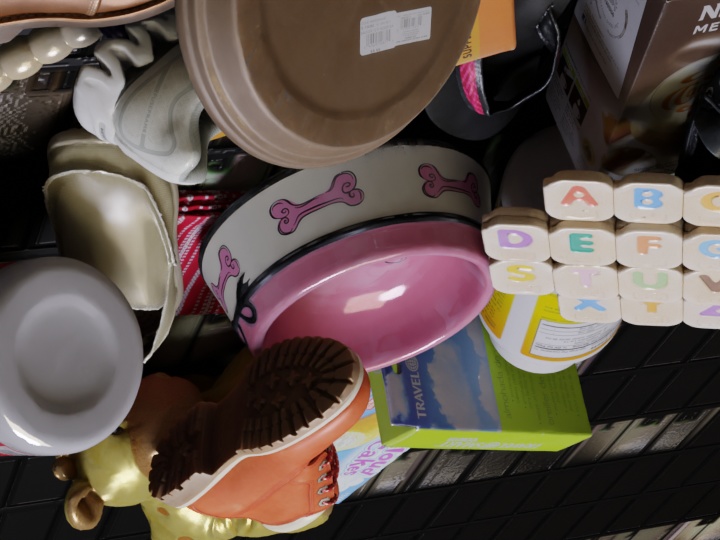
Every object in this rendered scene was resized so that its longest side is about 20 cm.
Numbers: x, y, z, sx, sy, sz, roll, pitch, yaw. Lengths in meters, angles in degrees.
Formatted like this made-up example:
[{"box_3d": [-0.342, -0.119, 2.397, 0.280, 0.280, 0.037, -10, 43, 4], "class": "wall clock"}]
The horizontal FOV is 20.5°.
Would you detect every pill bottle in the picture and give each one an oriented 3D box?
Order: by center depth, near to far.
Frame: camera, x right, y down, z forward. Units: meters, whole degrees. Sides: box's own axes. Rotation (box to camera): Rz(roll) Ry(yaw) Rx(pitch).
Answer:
[{"box_3d": [-0.226, 0.054, 1.188, 0.112, 0.113, 0.199, 6, 172, -40], "class": "pill bottle"}, {"box_3d": [0.138, -0.007, 1.371, 0.108, 0.110, 0.200, -12, 153, -12], "class": "pill bottle"}]

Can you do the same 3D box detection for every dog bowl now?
[{"box_3d": [0.000, 0.000, 1.287, 0.199, 0.074, 0.200, -15, 155, -7], "class": "dog bowl"}]

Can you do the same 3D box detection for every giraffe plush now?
[{"box_3d": [-0.135, 0.122, 1.400, 0.200, 0.173, 0.162, -45, 135, 13], "class": "giraffe plush"}]

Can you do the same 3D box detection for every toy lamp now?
[{"box_3d": [-0.205, -0.098, 1.039, 0.199, 0.058, 0.058, -27, 153, 10], "class": "toy lamp"}]

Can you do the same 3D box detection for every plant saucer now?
[{"box_3d": [-0.005, -0.145, 0.963, 0.199, 0.029, 0.202, -20, 119, -40], "class": "plant saucer"}]

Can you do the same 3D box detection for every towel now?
[{"box_3d": [-0.076, -0.007, 1.332, 0.199, 0.023, 0.145, -2, 150, -31], "class": "towel"}]

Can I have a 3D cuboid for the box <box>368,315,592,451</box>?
[{"box_3d": [0.075, 0.068, 1.456, 0.199, 0.123, 0.048, 6, 153, -39], "class": "box"}]

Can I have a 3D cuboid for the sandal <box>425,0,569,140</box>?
[{"box_3d": [0.087, -0.130, 1.173, 0.075, 0.045, 0.200, -8, 152, -20], "class": "sandal"}]

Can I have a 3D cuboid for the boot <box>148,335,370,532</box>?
[{"box_3d": [-0.039, 0.110, 1.277, 0.107, 0.075, 0.200, 28, 141, -26], "class": "boot"}]

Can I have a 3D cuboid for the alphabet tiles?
[{"box_3d": [0.175, -0.006, 1.206, 0.198, 0.015, 0.196, 3, 155, 10], "class": "alphabet tiles"}]

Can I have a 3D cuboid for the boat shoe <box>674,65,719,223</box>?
[{"box_3d": [0.219, -0.082, 1.139, 0.066, 0.075, 0.200, -25, 165, -16], "class": "boat shoe"}]

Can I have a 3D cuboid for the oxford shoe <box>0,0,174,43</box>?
[{"box_3d": [-0.136, -0.160, 0.951, 0.199, 0.072, 0.071, -16, 149, -2], "class": "oxford shoe"}]

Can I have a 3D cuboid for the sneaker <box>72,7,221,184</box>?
[{"box_3d": [-0.049, -0.124, 1.003, 0.200, 0.081, 0.075, -46, 158, -10], "class": "sneaker"}]

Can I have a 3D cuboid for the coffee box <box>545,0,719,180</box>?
[{"box_3d": [0.192, -0.140, 1.183, 0.114, 0.080, 0.200, -13, 153, -13], "class": "coffee box"}]

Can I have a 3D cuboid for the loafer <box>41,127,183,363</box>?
[{"box_3d": [-0.143, -0.010, 1.198, 0.075, 0.069, 0.201, -3, 145, 6], "class": "loafer"}]

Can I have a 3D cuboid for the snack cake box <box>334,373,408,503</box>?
[{"box_3d": [-0.012, 0.108, 1.542, 0.114, 0.068, 0.200, 6, 145, -39], "class": "snack cake box"}]

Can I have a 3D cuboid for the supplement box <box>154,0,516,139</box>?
[{"box_3d": [-0.019, -0.132, 1.081, 0.199, 0.069, 0.067, -16, 153, -2], "class": "supplement box"}]
